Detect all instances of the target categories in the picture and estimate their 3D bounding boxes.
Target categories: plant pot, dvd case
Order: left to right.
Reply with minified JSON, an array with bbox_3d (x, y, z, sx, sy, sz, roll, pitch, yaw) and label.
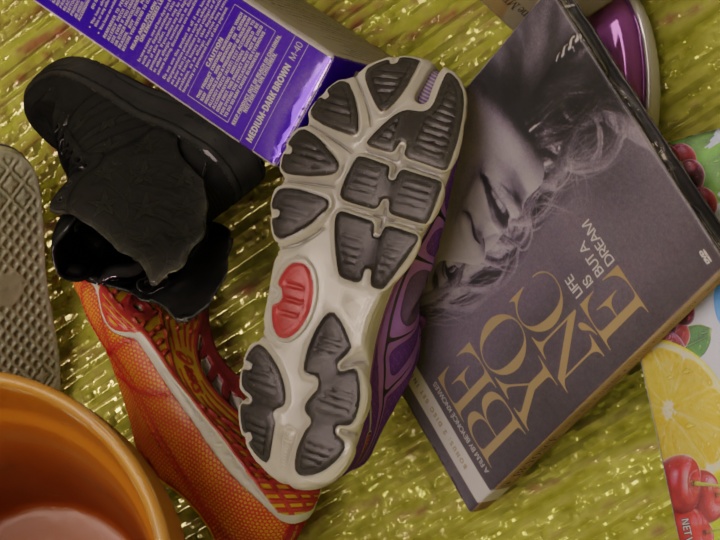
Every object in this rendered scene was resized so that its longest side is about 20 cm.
[{"bbox_3d":[-0.166,0.160,1.174,0.199,0.183,0.202,-2,79,8],"label":"plant pot"},{"bbox_3d":[0.070,-0.006,1.111,0.200,0.016,0.149,-49,63,40],"label":"dvd case"}]

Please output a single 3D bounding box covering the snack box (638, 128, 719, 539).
[{"bbox_3d":[0.194,0.033,1.063,0.141,0.053,0.202,-14,86,27],"label":"snack box"}]

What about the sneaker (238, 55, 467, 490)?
[{"bbox_3d":[0.000,0.000,1.125,0.080,0.083,0.201,22,98,22],"label":"sneaker"}]

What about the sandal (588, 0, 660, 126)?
[{"bbox_3d":[0.085,-0.041,1.137,0.082,0.050,0.204,16,95,29],"label":"sandal"}]

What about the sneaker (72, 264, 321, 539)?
[{"bbox_3d":[-0.097,0.061,1.226,0.077,0.073,0.201,-50,60,34],"label":"sneaker"}]

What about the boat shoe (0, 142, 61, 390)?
[{"bbox_3d":[-0.199,0.031,1.279,0.062,0.074,0.202,15,109,49],"label":"boat shoe"}]

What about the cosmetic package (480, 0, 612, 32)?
[{"bbox_3d":[0.122,-0.195,1.082,0.199,0.105,0.071,-34,46,22],"label":"cosmetic package"}]

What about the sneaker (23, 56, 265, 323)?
[{"bbox_3d":[-0.124,-0.040,1.209,0.199,0.060,0.104,19,56,41],"label":"sneaker"}]

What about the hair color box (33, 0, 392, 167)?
[{"bbox_3d":[-0.072,-0.117,1.197,0.200,0.109,0.065,37,103,27],"label":"hair color box"}]
